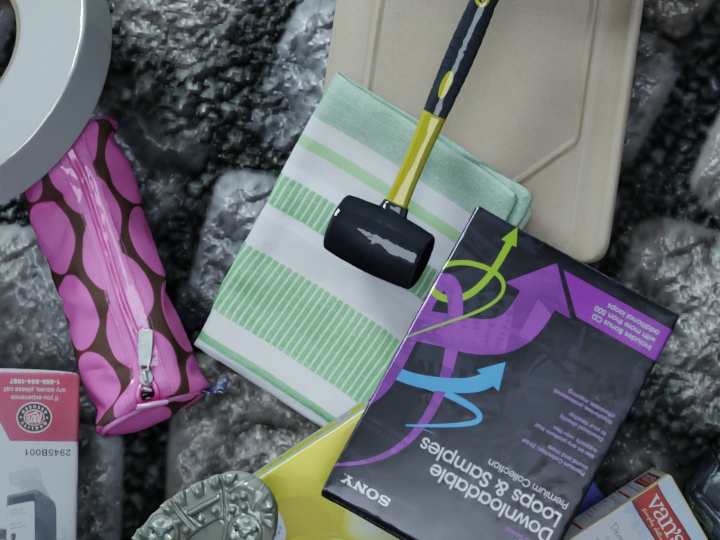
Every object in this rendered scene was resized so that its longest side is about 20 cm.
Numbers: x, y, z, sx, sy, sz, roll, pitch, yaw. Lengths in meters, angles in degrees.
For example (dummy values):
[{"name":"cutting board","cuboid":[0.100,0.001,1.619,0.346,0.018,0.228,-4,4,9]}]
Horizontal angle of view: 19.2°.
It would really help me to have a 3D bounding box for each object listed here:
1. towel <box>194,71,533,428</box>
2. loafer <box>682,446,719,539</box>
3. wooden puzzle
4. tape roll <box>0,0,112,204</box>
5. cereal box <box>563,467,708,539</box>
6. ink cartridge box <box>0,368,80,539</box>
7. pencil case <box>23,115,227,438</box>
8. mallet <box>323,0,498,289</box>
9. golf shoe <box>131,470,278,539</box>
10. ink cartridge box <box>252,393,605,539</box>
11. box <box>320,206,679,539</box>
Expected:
[{"name":"towel","cuboid":[0.000,0.000,1.350,0.152,0.023,0.201,31,102,6]},{"name":"loafer","cuboid":[0.286,0.185,1.313,0.070,0.068,0.201,-45,81,10]},{"name":"wooden puzzle","cuboid":[0.073,-0.108,1.368,0.198,0.037,0.187,8,88,10]},{"name":"tape roll","cuboid":[-0.251,-0.133,1.350,0.201,0.037,0.204,-10,66,23]},{"name":"cereal box","cuboid":[0.138,0.234,1.302,0.199,0.040,0.145,-31,97,-7]},{"name":"ink cartridge box","cuboid":[-0.254,0.161,1.326,0.145,0.085,0.202,2,88,-25]},{"name":"pencil case","cuboid":[-0.159,0.001,1.349,0.090,0.094,0.201,-22,85,2]},{"name":"mallet","cuboid":[0.034,-0.092,1.309,0.065,0.041,0.202,17,94,11]},{"name":"golf shoe","cuboid":[-0.106,0.191,1.310,0.078,0.097,0.201,37,115,6]},{"name":"ink cartridge box","cuboid":[0.050,0.167,1.330,0.199,0.047,0.198,-33,96,4]},{"name":"box","cuboid":[0.084,0.081,1.280,0.142,0.036,0.201,28,79,6]}]
